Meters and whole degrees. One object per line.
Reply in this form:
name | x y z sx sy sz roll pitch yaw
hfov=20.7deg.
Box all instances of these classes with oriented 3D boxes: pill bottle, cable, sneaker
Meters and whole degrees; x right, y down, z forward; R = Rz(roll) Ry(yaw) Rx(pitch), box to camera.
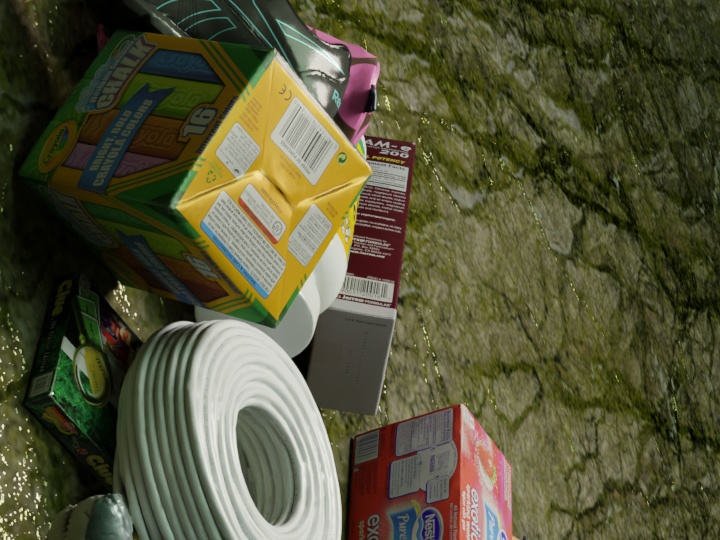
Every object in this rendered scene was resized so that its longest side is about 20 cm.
pill bottle | -0.060 -0.032 1.399 0.113 0.112 0.201 56 27 -32
cable | -0.080 0.125 1.235 0.200 0.069 0.201 39 40 -53
sneaker | -0.095 -0.157 1.278 0.199 0.075 0.080 34 72 -12

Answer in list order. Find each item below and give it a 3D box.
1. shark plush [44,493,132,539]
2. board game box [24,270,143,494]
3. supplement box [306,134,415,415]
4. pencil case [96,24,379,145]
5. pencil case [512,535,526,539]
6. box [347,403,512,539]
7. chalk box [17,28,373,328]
shark plush | -0.136 0.226 1.069 0.091 0.083 0.202 5 68 -66
board game box | -0.137 0.103 1.241 0.200 0.023 0.105 53 31 -37
supplement box | 0.000 0.000 1.518 0.201 0.060 0.109 -81 -179 -47
pencil case | -0.085 -0.140 1.349 0.091 0.199 0.094 123 -13 -67
pencil case | 0.094 0.299 1.540 0.088 0.087 0.201 51 29 -40
box | 0.054 0.215 1.489 0.096 0.099 0.201 51 30 -40
chalk box | -0.118 -0.063 1.235 0.125 0.199 0.124 48 65 -39
